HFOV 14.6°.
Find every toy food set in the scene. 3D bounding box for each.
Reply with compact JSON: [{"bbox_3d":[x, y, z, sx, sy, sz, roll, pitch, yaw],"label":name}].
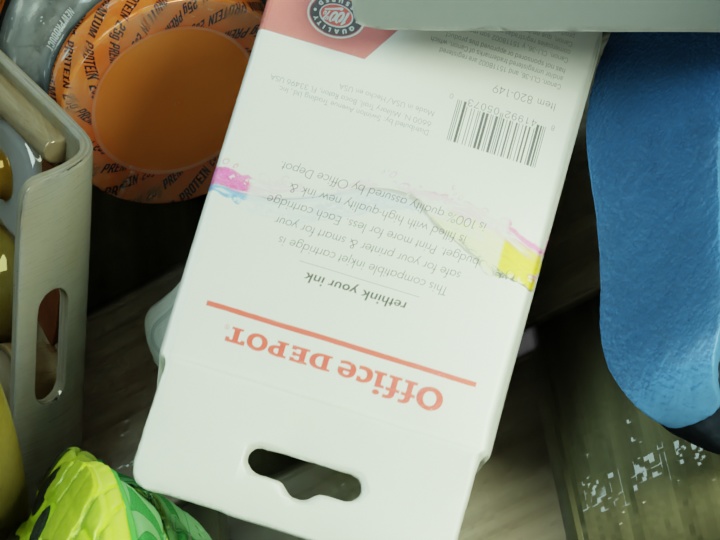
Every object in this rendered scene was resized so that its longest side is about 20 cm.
[{"bbox_3d":[-0.165,-0.013,1.101,0.060,0.144,0.200,-12,33,-28],"label":"toy food set"}]

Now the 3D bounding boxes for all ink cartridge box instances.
[{"bbox_3d":[0.000,0.000,0.962,0.116,0.068,0.201,17,73,-1],"label":"ink cartridge box"}]

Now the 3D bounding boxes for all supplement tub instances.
[{"bbox_3d":[-0.102,-0.123,1.154,0.122,0.123,0.200,-38,43,9],"label":"supplement tub"}]

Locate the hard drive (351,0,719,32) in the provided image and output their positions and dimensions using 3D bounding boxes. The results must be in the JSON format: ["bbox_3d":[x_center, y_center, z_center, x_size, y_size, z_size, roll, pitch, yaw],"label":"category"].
[{"bbox_3d":[0.078,-0.150,0.982,0.131,0.027,0.201,1,40,12],"label":"hard drive"}]

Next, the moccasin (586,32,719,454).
[{"bbox_3d":[0.116,-0.023,0.944,0.080,0.068,0.201,-18,47,38],"label":"moccasin"}]

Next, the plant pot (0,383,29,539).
[{"bbox_3d":[-0.228,0.094,0.980,0.199,0.176,0.201,17,73,25],"label":"plant pot"}]

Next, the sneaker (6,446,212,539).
[{"bbox_3d":[-0.075,0.105,0.936,0.074,0.083,0.200,-61,8,4],"label":"sneaker"}]

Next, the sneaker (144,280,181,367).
[{"bbox_3d":[-0.013,-0.036,1.057,0.200,0.075,0.081,-55,31,-14],"label":"sneaker"}]
